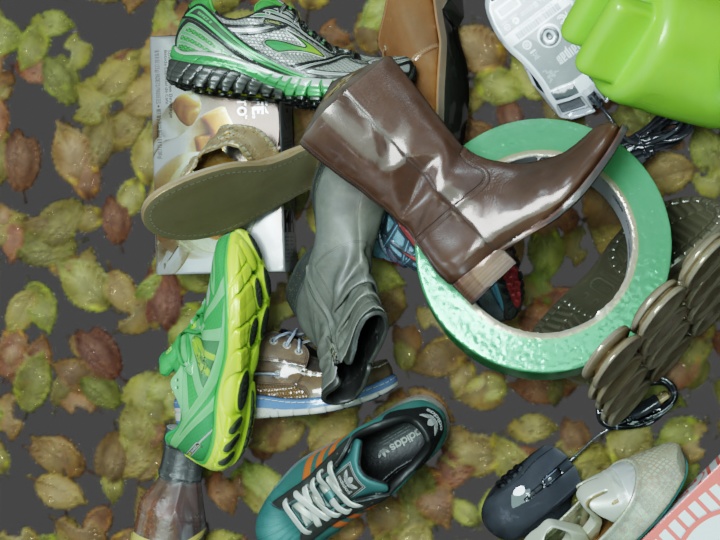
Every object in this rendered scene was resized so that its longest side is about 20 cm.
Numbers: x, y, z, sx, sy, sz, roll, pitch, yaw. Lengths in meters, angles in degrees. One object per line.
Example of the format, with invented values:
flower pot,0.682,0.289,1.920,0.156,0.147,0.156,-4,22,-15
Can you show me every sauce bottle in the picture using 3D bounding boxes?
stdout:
sauce bottle,-0.168,0.235,1.386,0.066,0.066,0.201,13,95,9

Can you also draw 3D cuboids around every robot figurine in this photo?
robot figurine,0.260,-0.175,1.254,0.199,0.176,0.116,13,126,-22

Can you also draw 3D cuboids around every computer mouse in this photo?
computer mouse,0.180,-0.169,1.330,0.109,0.044,0.201,-34,91,14
computer mouse,0.183,0.156,1.339,0.200,0.034,0.059,-42,83,8

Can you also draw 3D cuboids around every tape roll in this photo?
tape roll,0.143,-0.017,1.257,0.199,0.048,0.202,-1,78,6

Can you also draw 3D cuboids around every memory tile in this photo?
memory tile,0.232,0.049,1.238,0.017,0.200,0.153,42,87,20

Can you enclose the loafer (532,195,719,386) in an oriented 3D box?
loafer,0.226,0.018,1.312,0.200,0.068,0.076,-39,40,-2

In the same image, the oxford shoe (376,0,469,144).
oxford shoe,0.050,-0.173,1.329,0.071,0.071,0.201,-9,68,15

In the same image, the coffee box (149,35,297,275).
coffee box,-0.114,-0.098,1.362,0.114,0.080,0.202,-1,91,8

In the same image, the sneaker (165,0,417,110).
sneaker,-0.053,-0.175,1.276,0.199,0.078,0.086,9,90,-1

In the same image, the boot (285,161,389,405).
boot,0.000,0.000,1.270,0.067,0.131,0.201,2,127,-22

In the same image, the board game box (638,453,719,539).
board game box,0.327,0.261,1.309,0.200,0.046,0.152,45,98,7

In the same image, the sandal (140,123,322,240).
sandal,-0.091,-0.086,1.286,0.211,0.078,0.070,-16,55,-25

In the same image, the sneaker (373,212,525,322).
sneaker,0.059,-0.030,1.347,0.095,0.079,0.200,-40,77,21

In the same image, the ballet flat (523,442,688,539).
ballet flat,0.187,0.212,1.317,0.062,0.067,0.200,37,99,-29

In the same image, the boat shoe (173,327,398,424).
boat shoe,-0.068,0.087,1.361,0.199,0.072,0.073,-8,91,10

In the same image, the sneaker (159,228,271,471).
sneaker,-0.124,0.064,1.304,0.083,0.074,0.201,13,100,16

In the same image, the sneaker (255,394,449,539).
sneaker,-0.014,0.175,1.349,0.200,0.080,0.072,-39,85,9

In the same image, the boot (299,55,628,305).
boot,0.075,-0.105,1.211,0.186,0.064,0.200,-45,86,-1
